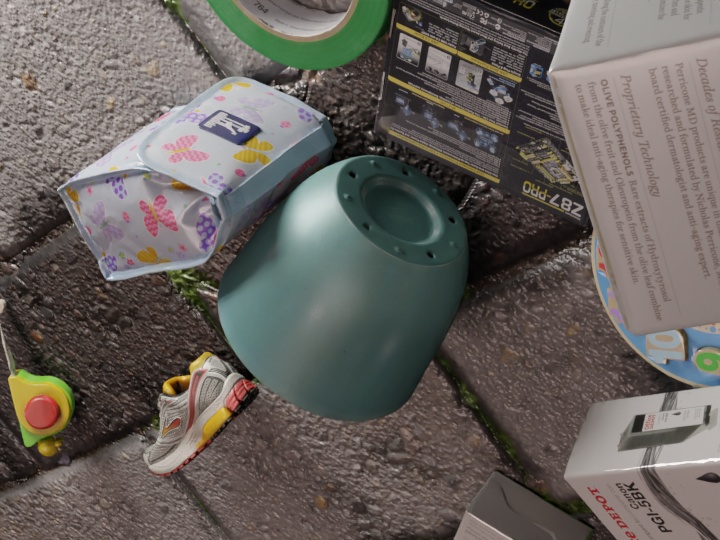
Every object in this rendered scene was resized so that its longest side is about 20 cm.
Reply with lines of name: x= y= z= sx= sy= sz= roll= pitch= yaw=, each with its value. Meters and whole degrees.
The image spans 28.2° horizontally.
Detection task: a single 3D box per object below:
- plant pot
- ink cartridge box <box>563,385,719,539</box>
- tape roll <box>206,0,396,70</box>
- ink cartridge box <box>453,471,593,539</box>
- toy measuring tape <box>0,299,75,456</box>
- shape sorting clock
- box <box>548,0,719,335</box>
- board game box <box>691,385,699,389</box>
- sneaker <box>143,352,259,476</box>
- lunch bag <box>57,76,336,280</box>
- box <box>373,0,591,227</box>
plant pot: x=0.000 y=0.000 z=1.223 sx=0.200 sy=0.201 sz=0.161 roll=38 pitch=128 yaw=5
ink cartridge box: x=0.284 y=0.168 z=1.126 sx=0.199 sy=0.083 sz=0.147 roll=-15 pitch=126 yaw=45
tape roll: x=-0.052 y=-0.261 z=1.149 sx=0.200 sy=0.048 sz=0.201 roll=21 pitch=134 yaw=23
ink cartridge box: x=0.145 y=0.309 z=1.448 sx=0.117 sy=0.067 sz=0.201 roll=29 pitch=136 yaw=15
toy measuring tape: x=-0.388 y=0.128 z=1.729 sx=0.073 sy=0.073 sz=0.201 roll=-2 pitch=104 yaw=39
shape sorting clock: x=0.266 y=-0.003 z=1.087 sx=0.199 sy=0.039 sz=0.201 roll=15 pitch=115 yaw=35
box: x=0.237 y=-0.101 z=0.919 sx=0.171 sy=0.199 sz=0.201 roll=-11 pitch=119 yaw=22
board game box: x=0.372 y=0.108 z=1.123 sx=0.199 sy=0.047 sz=0.151 roll=-12 pitch=116 yaw=43
sneaker: x=-0.188 y=0.157 z=1.586 sx=0.082 sy=0.078 sz=0.200 roll=46 pitch=129 yaw=3
lunch bag: x=-0.138 y=-0.086 z=1.269 sx=0.199 sy=0.170 sz=0.128 roll=-5 pitch=117 yaw=44
box: x=0.113 y=-0.142 z=1.119 sx=0.199 sy=0.049 sz=0.162 roll=26 pitch=133 yaw=18
